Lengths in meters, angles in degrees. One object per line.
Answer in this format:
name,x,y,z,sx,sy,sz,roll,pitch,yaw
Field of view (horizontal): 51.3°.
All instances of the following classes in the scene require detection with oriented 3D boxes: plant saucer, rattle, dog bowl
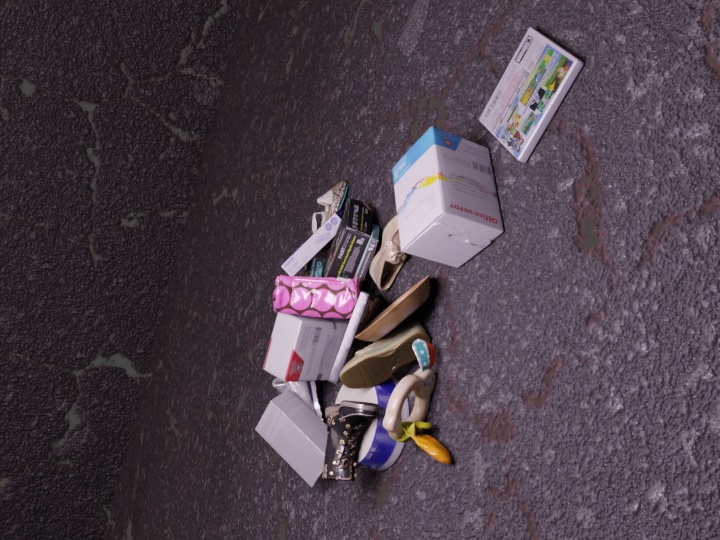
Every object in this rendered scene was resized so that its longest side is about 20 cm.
plant saucer,0.075,0.086,1.535,0.036,0.200,0.200,50,137,2
rattle,0.137,0.239,1.422,0.142,0.130,0.201,7,57,51
dog bowl,0.018,0.318,1.593,0.200,0.078,0.203,-34,49,52

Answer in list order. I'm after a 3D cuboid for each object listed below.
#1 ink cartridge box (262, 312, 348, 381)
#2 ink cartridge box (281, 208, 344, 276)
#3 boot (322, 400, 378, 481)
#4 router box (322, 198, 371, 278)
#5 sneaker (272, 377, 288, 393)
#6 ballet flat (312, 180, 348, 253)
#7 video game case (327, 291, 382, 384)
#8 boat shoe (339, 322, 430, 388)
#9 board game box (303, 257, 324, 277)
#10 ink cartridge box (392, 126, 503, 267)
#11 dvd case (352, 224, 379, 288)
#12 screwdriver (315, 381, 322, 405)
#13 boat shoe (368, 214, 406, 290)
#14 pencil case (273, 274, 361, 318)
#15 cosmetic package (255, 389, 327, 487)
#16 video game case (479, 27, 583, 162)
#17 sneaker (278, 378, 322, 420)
ink cartridge box,-0.117,0.178,1.763,0.083,0.199,0.146,21,97,38
ink cartridge box,-0.114,-0.072,1.937,0.200,0.044,0.094,-44,4,13
boot,-0.024,0.341,1.499,0.200,0.072,0.153,-29,52,59
router box,-0.034,-0.051,1.812,0.151,0.061,0.201,-85,15,-57
sneaker,-0.148,0.237,1.898,0.201,0.086,0.075,-53,31,5
ballet flat,-0.088,-0.150,2.002,0.068,0.074,0.203,-170,93,-71
video game case,-0.009,0.145,1.649,0.181,0.025,0.202,16,-86,-79
boat shoe,0.046,0.172,1.534,0.199,0.074,0.063,-32,28,2
board game box,-0.131,0.041,1.985,0.200,0.028,0.137,167,112,-79
ink cartridge box,0.165,-0.138,1.449,0.146,0.145,0.202,-42,42,46
dvd case,0.000,0.000,1.770,0.146,0.022,0.202,-81,11,-73
screwdriver,-0.118,0.263,1.940,0.028,0.029,0.201,-54,29,36
boat shoe,0.078,-0.042,1.655,0.201,0.071,0.065,-62,36,36
pencil case,-0.098,0.054,1.671,0.091,0.197,0.095,-84,-6,-52
cosmetic package,-0.139,0.389,1.748,0.200,0.090,0.107,41,120,15
video game case,0.311,-0.328,1.395,0.201,0.022,0.183,-62,31,25
sneaker,-0.142,0.344,1.834,0.076,0.080,0.202,-39,65,63
